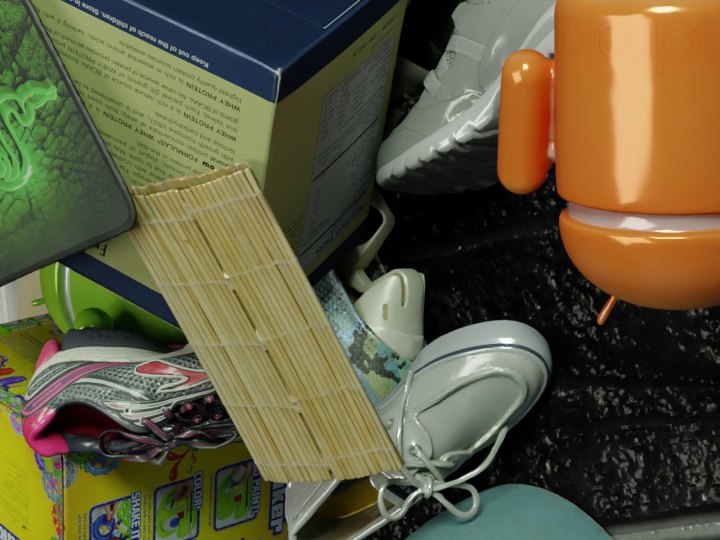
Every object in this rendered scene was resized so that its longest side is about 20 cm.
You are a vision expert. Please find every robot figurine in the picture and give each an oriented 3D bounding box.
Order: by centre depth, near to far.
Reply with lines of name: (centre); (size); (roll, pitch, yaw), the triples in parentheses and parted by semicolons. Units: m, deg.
robot figurine: (0.146, -0.069, 0.866); (0.117, 0.144, 0.200); (-153, 58, -65)
robot figurine: (-0.125, 0.005, 1.214); (0.200, 0.176, 0.116); (8, 143, 35)

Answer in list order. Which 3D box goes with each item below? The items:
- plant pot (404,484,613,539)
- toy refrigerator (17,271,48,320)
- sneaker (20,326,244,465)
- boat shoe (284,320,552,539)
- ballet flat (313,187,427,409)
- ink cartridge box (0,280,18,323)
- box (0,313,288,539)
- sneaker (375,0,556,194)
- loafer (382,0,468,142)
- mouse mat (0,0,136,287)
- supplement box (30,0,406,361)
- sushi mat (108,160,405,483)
plant pot: (0.059, 0.235, 1.051); (0.200, 0.135, 0.200); (18, 114, 48)
toy refrigerator: (-0.215, 0.074, 1.408); (0.070, 0.076, 0.200); (29, 123, 45)
sneaker: (-0.104, 0.082, 1.108); (0.200, 0.075, 0.081); (-5, 125, 13)
boat shoe: (0.028, 0.109, 1.051); (0.202, 0.075, 0.086); (-35, 30, 29)
ballet flat: (0.000, 0.000, 1.121); (0.074, 0.074, 0.200); (-45, 68, 48)
ink cartridge box: (-0.320, 0.050, 1.567); (0.200, 0.050, 0.161); (13, 110, 54)
box: (-0.170, 0.116, 1.265); (0.200, 0.193, 0.122); (27, 121, 47)
sneaker: (0.075, -0.109, 0.998); (0.200, 0.075, 0.082); (-40, 56, 41)
loafer: (0.026, -0.134, 1.044); (0.063, 0.072, 0.200); (38, 126, 33)
mouse mat: (-0.203, -0.075, 1.005); (0.200, 0.008, 0.161); (-19, 101, 53)
supplement box: (-0.100, -0.097, 1.017); (0.200, 0.134, 0.200); (27, 134, 19)
sushi mat: (-0.053, 0.033, 0.978); (0.096, 0.012, 0.200); (-8, 122, 31)
